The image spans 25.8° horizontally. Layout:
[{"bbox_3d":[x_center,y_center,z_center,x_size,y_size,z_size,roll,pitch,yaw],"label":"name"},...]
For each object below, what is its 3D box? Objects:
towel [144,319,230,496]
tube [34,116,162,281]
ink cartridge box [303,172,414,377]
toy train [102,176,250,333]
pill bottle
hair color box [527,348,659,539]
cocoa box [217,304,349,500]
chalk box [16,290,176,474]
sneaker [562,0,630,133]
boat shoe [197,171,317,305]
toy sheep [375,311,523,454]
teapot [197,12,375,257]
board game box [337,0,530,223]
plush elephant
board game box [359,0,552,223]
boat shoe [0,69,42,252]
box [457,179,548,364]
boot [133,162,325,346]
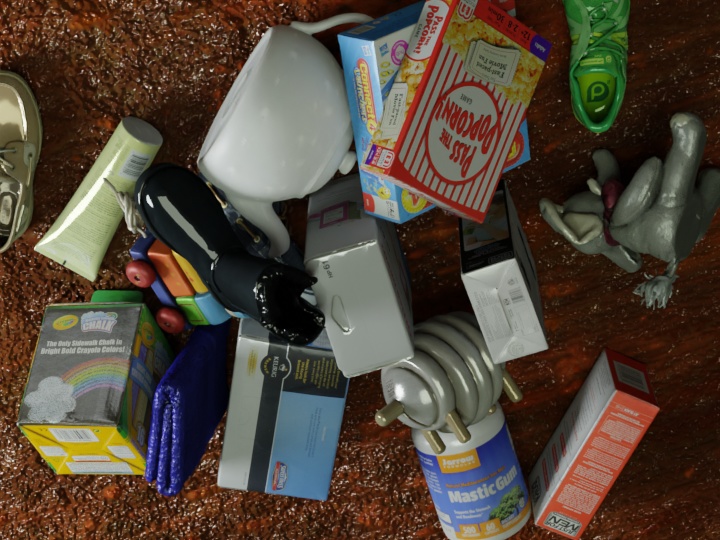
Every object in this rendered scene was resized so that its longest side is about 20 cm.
[{"bbox_3d":[-0.194,0.143,1.766,0.049,0.200,0.148,7,114,8],"label":"towel"},{"bbox_3d":[-0.288,-0.080,1.750,0.058,0.052,0.200,47,118,26],"label":"tube"},{"bbox_3d":[0.000,0.000,1.693,0.084,0.200,0.145,-15,114,9],"label":"ink cartridge box"},{"bbox_3d":[-0.192,-0.022,1.704,0.115,0.085,0.200,-1,132,35],"label":"toy train"},{"bbox_3d":[0.123,0.211,1.839,0.112,0.112,0.201,-16,113,8],"label":"pill bottle"},{"bbox_3d":[0.269,0.203,1.839,0.061,0.102,0.201,23,115,-10],"label":"hair color box"},{"bbox_3d":[-0.083,0.140,1.798,0.131,0.134,0.201,8,115,-4],"label":"cocoa box"},{"bbox_3d":[-0.289,0.115,1.772,0.124,0.201,0.124,-1,146,14],"label":"chalk box"},{"bbox_3d":[0.250,-0.238,1.641,0.074,0.084,0.201,-7,114,5],"label":"sneaker"},{"bbox_3d":[-0.102,-0.047,1.743,0.200,0.071,0.091,37,115,-13],"label":"boat shoe"},{"bbox_3d":[0.090,0.117,1.703,0.138,0.200,0.138,23,128,33],"label":"toy sheep"},{"bbox_3d":[-0.067,-0.150,1.635,0.146,0.198,0.200,28,144,-12],"label":"teapot"},{"bbox_3d":[0.081,-0.177,1.624,0.200,0.056,0.197,-27,120,-33],"label":"board game box"},{"bbox_3d":[0.288,-0.067,1.697,0.154,0.165,0.201,17,82,31],"label":"plush elephant"},{"bbox_3d":[0.098,-0.166,1.572,0.151,0.046,0.201,22,89,-44],"label":"board game box"},{"bbox_3d":[-0.390,-0.118,1.720,0.072,0.065,0.201,7,115,-2],"label":"boat shoe"},{"bbox_3d":[0.150,-0.001,1.691,0.060,0.200,0.117,-18,116,11],"label":"box"},{"bbox_3d":[-0.127,-0.018,1.582,0.076,0.168,0.200,-44,121,-17],"label":"boot"}]
